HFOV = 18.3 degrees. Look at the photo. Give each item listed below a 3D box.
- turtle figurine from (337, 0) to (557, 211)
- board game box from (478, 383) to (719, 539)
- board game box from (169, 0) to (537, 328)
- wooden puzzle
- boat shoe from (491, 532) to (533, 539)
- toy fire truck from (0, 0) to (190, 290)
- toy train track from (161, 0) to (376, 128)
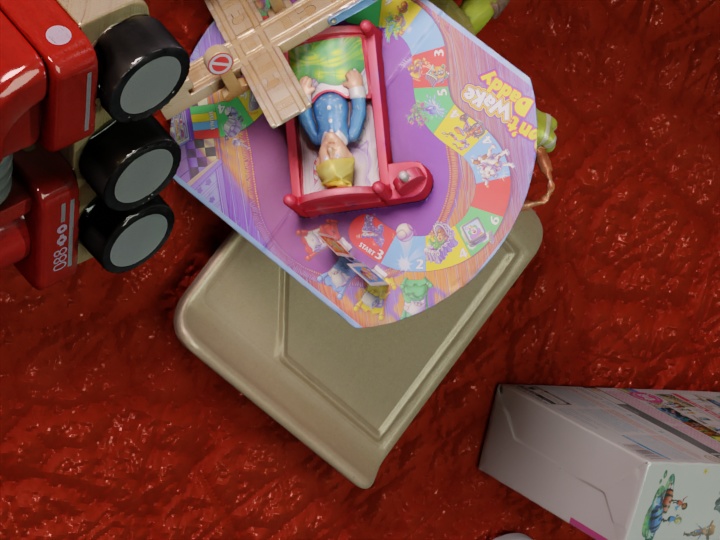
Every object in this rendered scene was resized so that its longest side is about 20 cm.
[{"bbox_3d":[0.029,-0.128,1.210,0.199,0.064,0.162,20,73,2],"label":"turtle figurine"},{"bbox_3d":[0.198,0.124,1.405,0.199,0.147,0.065,4,105,-35],"label":"board game box"},{"bbox_3d":[-0.008,-0.074,1.157,0.158,0.200,0.039,-52,166,3],"label":"board game box"},{"bbox_3d":[0.000,0.000,1.292,0.185,0.037,0.201,42,77,-38],"label":"wooden puzzle"},{"bbox_3d":[0.055,0.253,1.413,0.200,0.057,0.069,-46,127,-11],"label":"boat shoe"},{"bbox_3d":[-0.200,-0.059,1.055,0.199,0.129,0.177,-29,152,-27],"label":"toy fire truck"},{"bbox_3d":[-0.022,-0.143,1.143,0.199,0.115,0.033,-30,137,0],"label":"toy train track"}]
